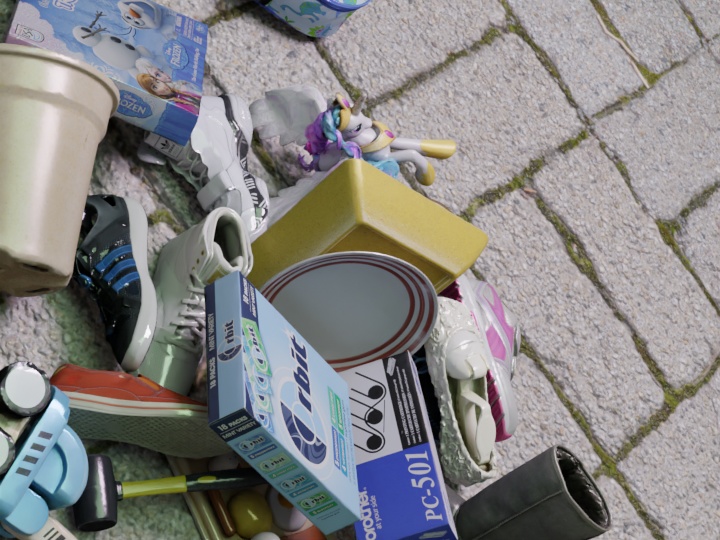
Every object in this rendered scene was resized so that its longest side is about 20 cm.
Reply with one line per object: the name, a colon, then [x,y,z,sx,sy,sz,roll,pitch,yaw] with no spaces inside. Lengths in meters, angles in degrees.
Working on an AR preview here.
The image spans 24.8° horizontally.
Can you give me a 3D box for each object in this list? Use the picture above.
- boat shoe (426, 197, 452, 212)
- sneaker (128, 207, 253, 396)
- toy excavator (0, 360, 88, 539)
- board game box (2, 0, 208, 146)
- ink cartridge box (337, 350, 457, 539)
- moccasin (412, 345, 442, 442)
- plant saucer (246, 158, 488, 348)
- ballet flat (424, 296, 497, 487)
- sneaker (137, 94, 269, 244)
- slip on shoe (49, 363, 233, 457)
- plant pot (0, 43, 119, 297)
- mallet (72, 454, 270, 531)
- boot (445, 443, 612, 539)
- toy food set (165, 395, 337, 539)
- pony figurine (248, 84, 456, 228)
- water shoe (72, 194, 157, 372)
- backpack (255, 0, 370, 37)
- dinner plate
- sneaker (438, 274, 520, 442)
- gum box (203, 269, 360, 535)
boat shoe: [0.043,-0.034,1.721,0.199,0.071,0.077,14,49,-50]
sneaker: [-0.162,0.031,1.580,0.073,0.115,0.202,24,55,-26]
toy excavator: [-0.279,0.206,1.410,0.200,0.100,0.195,39,57,-19]
board game box: [-0.252,-0.225,1.640,0.197,0.044,0.201,21,31,-16]
ink cartridge box: [0.028,0.184,1.622,0.044,0.093,0.201,63,10,-54]
moccasin: [0.063,0.083,1.749,0.080,0.068,0.202,-13,74,-40]
plant saucer: [0.000,0.000,1.636,0.199,0.200,0.049,28,36,-35]
ballet flat: [0.113,0.125,1.697,0.071,0.071,0.202,-12,96,-40]
sneaker: [-0.164,-0.101,1.682,0.114,0.075,0.202,9,56,-32]
slip on shoe: [-0.196,0.125,1.506,0.198,0.074,0.062,10,50,-5]
plant pot: [-0.324,-0.081,1.487,0.199,0.200,0.185,12,69,-31]
mallet: [-0.170,0.187,1.503,0.198,0.041,0.066,-11,70,-21]
boot: [0.129,0.222,1.630,0.182,0.200,0.073,46,47,-6]
toy food set: [-0.091,0.207,1.570,0.143,0.060,0.201,-16,76,-41]
pony figurine: [-0.022,-0.123,1.743,0.199,0.192,0.168,25,53,-47]
water shoe: [-0.243,0.012,1.560,0.078,0.072,0.201,10,45,-24]
backpack: [-0.063,-0.376,1.861,0.199,0.147,0.184,36,51,-19]
dinner plate: [-0.021,0.044,1.626,0.199,0.200,0.024,18,41,-28]
sneaker: [0.142,0.090,1.796,0.088,0.081,0.202,1,66,-34]
gum box: [-0.073,0.124,1.532,0.200,0.044,0.171,48,24,-39]
